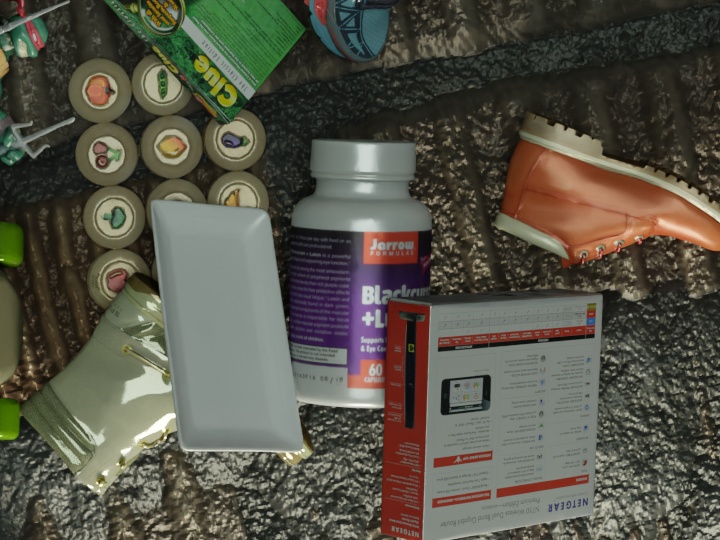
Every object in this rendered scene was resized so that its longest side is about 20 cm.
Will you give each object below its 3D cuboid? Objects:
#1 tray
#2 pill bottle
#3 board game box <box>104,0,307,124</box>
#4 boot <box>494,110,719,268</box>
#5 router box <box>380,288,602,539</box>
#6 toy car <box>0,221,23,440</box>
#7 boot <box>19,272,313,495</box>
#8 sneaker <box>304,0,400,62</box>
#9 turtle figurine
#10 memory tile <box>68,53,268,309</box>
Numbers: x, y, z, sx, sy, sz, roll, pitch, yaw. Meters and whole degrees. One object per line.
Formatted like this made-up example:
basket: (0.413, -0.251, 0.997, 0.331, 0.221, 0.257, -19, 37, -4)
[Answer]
tray: (-0.106, 0.045, 1.584, 0.107, 0.022, 0.202, 4, 66, -31)
pill bottle: (0.000, 0.000, 1.612, 0.110, 0.111, 0.202, 1, 95, -7)
board game box: (-0.137, -0.218, 1.582, 0.200, 0.023, 0.105, 48, 67, -23)
boot: (0.206, -0.042, 1.658, 0.198, 0.075, 0.108, 21, 95, 0)
router box: (0.104, 0.109, 1.611, 0.199, 0.049, 0.182, -2, 96, -43)
toy car: (-0.362, 0.043, 1.563, 0.198, 0.158, 0.166, 0, 83, 5)
boot: (-0.150, 0.120, 1.626, 0.200, 0.072, 0.155, 42, 92, -13)
sneaker: (0.015, -0.234, 1.565, 0.095, 0.079, 0.201, 26, 136, 26)
turtle figurine: (-0.300, -0.144, 1.574, 0.199, 0.101, 0.150, -26, 138, -3)
memory tile: (-0.148, -0.072, 1.636, 0.152, 0.017, 0.202, -6, 95, -7)
